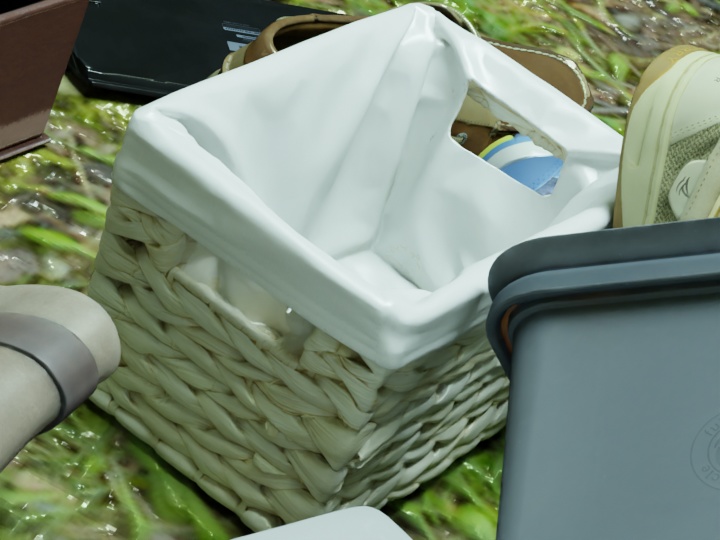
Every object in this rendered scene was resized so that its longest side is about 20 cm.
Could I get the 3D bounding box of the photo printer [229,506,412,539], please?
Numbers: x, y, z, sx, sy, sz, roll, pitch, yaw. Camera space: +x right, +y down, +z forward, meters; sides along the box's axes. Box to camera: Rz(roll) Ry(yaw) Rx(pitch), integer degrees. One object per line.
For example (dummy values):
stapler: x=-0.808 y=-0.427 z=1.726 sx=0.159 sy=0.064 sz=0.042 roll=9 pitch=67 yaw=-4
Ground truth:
photo printer: x=-0.033 y=0.159 z=0.790 sx=0.199 sy=0.070 sz=0.166 roll=-11 pitch=47 yaw=-42

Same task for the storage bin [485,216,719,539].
storage bin: x=0.137 y=0.078 z=0.856 sx=0.199 sy=0.146 sz=0.135 roll=-4 pitch=48 yaw=24

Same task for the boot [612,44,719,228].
boot: x=0.167 y=0.029 z=0.958 sx=0.155 sy=0.201 sz=0.073 roll=16 pitch=20 yaw=36

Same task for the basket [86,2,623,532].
basket: x=0.000 y=0.000 z=0.994 sx=0.135 sy=0.124 sz=0.200 roll=36 pitch=33 yaw=20

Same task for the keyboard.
keyboard: x=-0.053 y=-0.111 z=1.221 sx=0.199 sy=0.021 sz=0.127 roll=8 pitch=42 yaw=-26

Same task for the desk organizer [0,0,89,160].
desk organizer: x=-0.210 y=-0.129 z=1.087 sx=0.200 sy=0.077 sz=0.072 roll=37 pitch=34 yaw=20

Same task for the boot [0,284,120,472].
boot: x=-0.133 y=0.053 z=0.819 sx=0.146 sy=0.071 sz=0.200 roll=-31 pitch=29 yaw=-35

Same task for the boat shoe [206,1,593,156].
boat shoe: x=0.025 y=-0.078 z=1.159 sx=0.199 sy=0.074 sz=0.076 roll=-6 pitch=58 yaw=-36

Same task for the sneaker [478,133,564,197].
sneaker: x=0.143 y=-0.007 z=1.129 sx=0.199 sy=0.074 sz=0.082 roll=1 pitch=37 yaw=2
